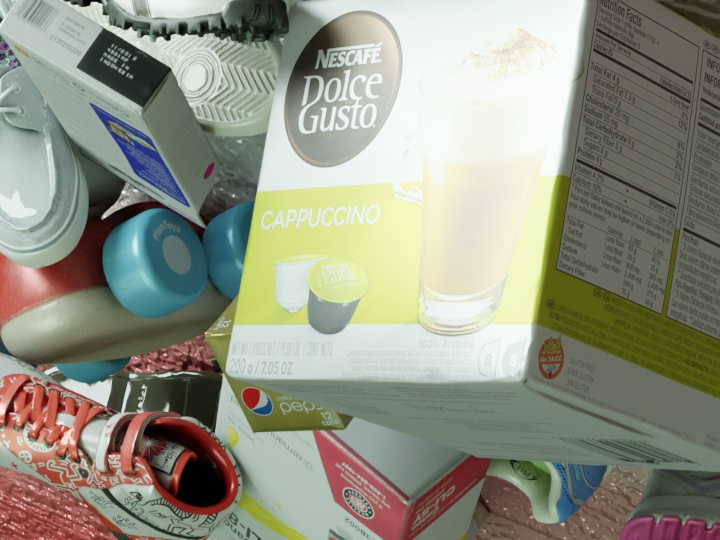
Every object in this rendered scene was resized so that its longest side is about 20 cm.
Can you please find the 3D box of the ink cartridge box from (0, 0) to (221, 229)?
[{"bbox_3d":[-0.131,-0.086,1.364,0.094,0.037,0.200,31,167,14],"label":"ink cartridge box"}]

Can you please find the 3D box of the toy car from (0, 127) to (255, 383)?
[{"bbox_3d":[-0.171,-0.047,1.546,0.184,0.176,0.201,-25,79,36],"label":"toy car"}]

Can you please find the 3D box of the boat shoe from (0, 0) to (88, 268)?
[{"bbox_3d":[-0.215,-0.094,1.453,0.072,0.070,0.202,60,-172,-58],"label":"boat shoe"}]

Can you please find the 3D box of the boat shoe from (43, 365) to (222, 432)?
[{"bbox_3d":[-0.127,0.108,1.696,0.199,0.072,0.068,14,160,23],"label":"boat shoe"}]

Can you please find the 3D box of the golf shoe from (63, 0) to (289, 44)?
[{"bbox_3d":[-0.101,-0.170,1.261,0.200,0.077,0.095,27,113,50],"label":"golf shoe"}]

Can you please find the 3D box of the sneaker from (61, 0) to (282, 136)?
[{"bbox_3d":[-0.098,-0.117,1.439,0.199,0.075,0.084,25,175,39],"label":"sneaker"}]

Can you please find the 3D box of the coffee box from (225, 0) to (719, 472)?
[{"bbox_3d":[0.082,-0.020,1.218,0.199,0.199,0.199,-1,165,44],"label":"coffee box"}]

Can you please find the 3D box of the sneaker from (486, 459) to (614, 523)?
[{"bbox_3d":[0.065,0.070,1.449,0.199,0.077,0.076,34,149,-4],"label":"sneaker"}]

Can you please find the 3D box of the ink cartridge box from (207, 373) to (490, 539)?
[{"bbox_3d":[-0.012,0.128,1.462,0.145,0.083,0.201,38,145,20],"label":"ink cartridge box"}]

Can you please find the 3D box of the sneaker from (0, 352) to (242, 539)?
[{"bbox_3d":[-0.161,0.093,1.444,0.201,0.067,0.108,35,149,-13],"label":"sneaker"}]

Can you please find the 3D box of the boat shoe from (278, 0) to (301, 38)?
[{"bbox_3d":[-0.086,-0.205,1.362,0.073,0.067,0.201,-6,121,43],"label":"boat shoe"}]

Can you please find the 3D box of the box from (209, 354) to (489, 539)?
[{"bbox_3d":[-0.005,0.107,1.580,0.050,0.075,0.200,-20,112,50],"label":"box"}]

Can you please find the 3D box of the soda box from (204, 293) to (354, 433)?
[{"bbox_3d":[0.000,0.000,1.336,0.064,0.200,0.068,-5,123,36],"label":"soda box"}]

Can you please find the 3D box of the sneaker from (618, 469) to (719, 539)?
[{"bbox_3d":[0.247,0.136,1.392,0.199,0.088,0.082,9,133,4],"label":"sneaker"}]
